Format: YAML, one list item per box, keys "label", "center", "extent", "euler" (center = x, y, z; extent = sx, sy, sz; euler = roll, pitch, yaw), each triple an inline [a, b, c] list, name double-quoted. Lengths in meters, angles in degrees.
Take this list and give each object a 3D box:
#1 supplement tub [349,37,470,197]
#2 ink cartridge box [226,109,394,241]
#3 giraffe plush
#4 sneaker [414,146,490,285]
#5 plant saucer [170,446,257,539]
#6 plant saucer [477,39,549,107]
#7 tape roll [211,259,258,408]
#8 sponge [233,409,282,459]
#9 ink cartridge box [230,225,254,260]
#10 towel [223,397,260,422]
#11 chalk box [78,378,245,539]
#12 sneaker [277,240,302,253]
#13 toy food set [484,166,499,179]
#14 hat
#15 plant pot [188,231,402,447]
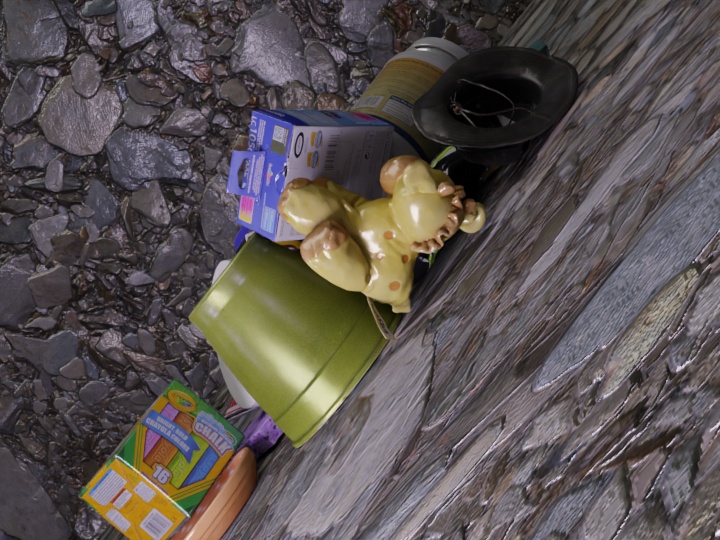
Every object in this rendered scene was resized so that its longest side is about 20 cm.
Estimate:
- label: "supplement tub"
  center: [0.063, -0.187, 1.768]
  extent: [0.201, 0.144, 0.144]
  euler: [-54, 5, -32]
- label: "ink cartridge box"
  center: [-0.062, -0.111, 1.598]
  extent: [0.199, 0.076, 0.138]
  euler: [-7, -67, -47]
- label: "giraffe plush"
  center: [0.035, -0.055, 1.490]
  extent: [0.162, 0.201, 0.172]
  euler: [-43, -17, 19]
- label: "sneaker"
  center: [0.089, -0.068, 1.637]
  extent: [0.083, 0.071, 0.202]
  euler: [6, 66, 59]
- label: "plant saucer"
  center: [-0.187, 0.305, 1.698]
  extent: [0.201, 0.037, 0.200]
  euler: [-51, 4, 5]
- label: "plant saucer"
  center: [0.191, -0.217, 1.736]
  extent: [0.019, 0.071, 0.200]
  euler: [2, 32, 37]
- label: "tape roll"
  center: [-0.153, 0.084, 1.872]
  extent: [0.037, 0.205, 0.203]
  euler: [-8, -14, -22]
- label: "sponge"
  center: [-0.126, 0.212, 1.879]
  extent: [0.112, 0.030, 0.200]
  euler: [-53, 3, -31]
- label: "ink cartridge box"
  center: [-0.156, 0.021, 1.965]
  extent: [0.043, 0.203, 0.198]
  euler: [-6, -16, -20]
- label: "towel"
  center: [-0.121, 0.149, 2.051]
  extent: [0.143, 0.023, 0.200]
  euler: [-27, 13, 18]
- label: "chalk box"
  center: [-0.241, 0.235, 1.781]
  extent: [0.125, 0.124, 0.200]
  euler: [-47, 6, 41]
- label: "sneaker"
  center: [-0.084, 0.006, 1.816]
  extent: [0.074, 0.201, 0.090]
  euler: [-23, -23, -10]
- label: "toy food set"
  center: [0.115, -0.101, 1.800]
  extent: [0.201, 0.048, 0.198]
  euler: [-52, 4, -5]
- label: "hat"
  center: [0.162, -0.173, 1.609]
  extent: [0.198, 0.082, 0.202]
  euler: [-11, 38, 8]
- label: "plant pot"
  center: [-0.086, 0.063, 1.600]
  extent: [0.201, 0.192, 0.200]
  euler: [-50, 5, 6]
